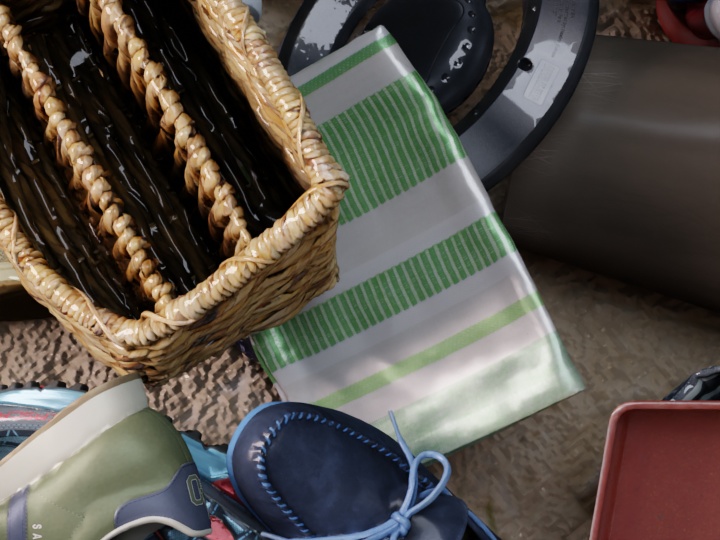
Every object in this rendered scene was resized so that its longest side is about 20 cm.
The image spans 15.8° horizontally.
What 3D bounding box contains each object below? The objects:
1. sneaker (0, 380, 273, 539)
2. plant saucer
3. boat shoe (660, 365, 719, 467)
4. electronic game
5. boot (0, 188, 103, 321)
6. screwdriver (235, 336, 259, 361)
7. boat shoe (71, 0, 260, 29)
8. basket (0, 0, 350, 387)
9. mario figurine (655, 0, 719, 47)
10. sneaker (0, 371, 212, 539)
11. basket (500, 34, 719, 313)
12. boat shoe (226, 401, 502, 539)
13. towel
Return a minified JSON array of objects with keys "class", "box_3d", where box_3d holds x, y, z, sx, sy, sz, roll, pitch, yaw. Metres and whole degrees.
[{"class":"sneaker","box_3d":[-0.104,0.120,1.230,0.200,0.079,0.096,22,68,-2]},{"class":"plant saucer","box_3d":[0.198,0.142,1.247,0.199,0.200,0.037,1,28,-11]},{"class":"boat shoe","box_3d":[0.229,0.073,1.271,0.200,0.091,0.071,-30,37,2]},{"class":"electronic game","box_3d":[0.032,-0.108,1.310,0.042,0.200,0.200,38,57,-43]},{"class":"boot","box_3d":[-0.188,-0.053,1.284,0.200,0.072,0.155,-7,74,-10]},{"class":"screwdriver","box_3d":[0.007,-0.026,1.336,0.200,0.028,0.029,-47,112,-20]},{"class":"boat shoe","box_3d":[-0.150,-0.173,1.333,0.200,0.071,0.091,4,72,-8]},{"class":"basket","box_3d":[-0.110,-0.062,1.177,0.143,0.149,0.200,-27,76,-9]},{"class":"mario figurine","box_3d":[0.189,-0.177,1.354,0.106,0.200,0.124,11,88,28]},{"class":"sneaker","box_3d":[-0.154,0.140,1.181,0.200,0.067,0.090,-39,83,10]},{"class":"basket","box_3d":[0.178,-0.049,1.318,0.200,0.180,0.136,13,56,3]},{"class":"boat shoe","box_3d":[0.028,0.120,1.213,0.200,0.069,0.084,31,81,-31]},{"class":"towel","box_3d":[0.000,0.000,1.254,0.152,0.023,0.200,-29,84,25]}]
